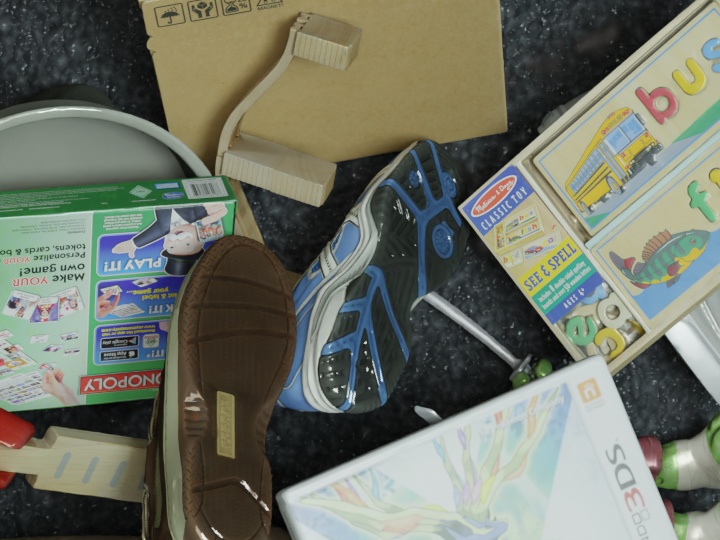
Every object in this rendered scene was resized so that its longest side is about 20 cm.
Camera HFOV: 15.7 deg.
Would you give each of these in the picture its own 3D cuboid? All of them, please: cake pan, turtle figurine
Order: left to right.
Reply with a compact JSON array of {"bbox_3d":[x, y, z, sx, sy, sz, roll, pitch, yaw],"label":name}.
[{"bbox_3d":[-0.175,-0.014,1.480,0.199,0.037,0.201,-9,126,-12],"label":"cake pan"},{"bbox_3d":[0.119,0.106,1.485,0.193,0.144,0.201,-3,95,-1],"label":"turtle figurine"}]

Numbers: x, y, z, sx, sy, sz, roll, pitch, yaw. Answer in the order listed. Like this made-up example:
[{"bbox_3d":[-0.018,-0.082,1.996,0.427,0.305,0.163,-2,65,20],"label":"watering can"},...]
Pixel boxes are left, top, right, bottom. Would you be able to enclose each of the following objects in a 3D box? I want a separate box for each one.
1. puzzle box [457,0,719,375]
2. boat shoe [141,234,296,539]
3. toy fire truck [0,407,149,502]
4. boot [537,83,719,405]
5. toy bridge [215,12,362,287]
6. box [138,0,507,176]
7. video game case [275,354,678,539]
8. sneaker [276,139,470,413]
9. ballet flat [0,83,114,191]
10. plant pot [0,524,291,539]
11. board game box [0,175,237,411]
[{"bbox_3d":[0.168,-0.048,1.468,0.200,0.025,0.133,-42,78,20],"label":"puzzle box"},{"bbox_3d":[-0.086,0.076,1.409,0.075,0.075,0.203,25,51,-22],"label":"boat shoe"},{"bbox_3d":[-0.222,0.117,1.416,0.199,0.129,0.176,27,124,2],"label":"toy fire truck"},{"bbox_3d":[0.193,-0.027,1.519,0.095,0.074,0.200,-32,90,6],"label":"boot"},{"bbox_3d":[-0.048,-0.058,1.485,0.067,0.027,0.201,18,127,9],"label":"toy bridge"},{"bbox_3d":[-0.018,-0.120,1.483,0.199,0.164,0.021,-10,52,-2],"label":"box"},{"bbox_3d":[0.077,0.165,1.395,0.199,0.022,0.183,-22,89,-18],"label":"video game case"},{"bbox_3d":[0.000,0.000,1.489,0.076,0.077,0.200,53,48,-25],"label":"sneaker"},{"bbox_3d":[-0.225,-0.038,1.510,0.200,0.068,0.068,-38,86,-1],"label":"ballet flat"},{"bbox_3d":[-0.144,0.225,1.469,0.174,0.200,0.201,12,90,15],"label":"plant pot"},{"bbox_3d":[-0.173,0.017,1.461,0.199,0.029,0.135,-4,126,-16],"label":"board game box"}]
